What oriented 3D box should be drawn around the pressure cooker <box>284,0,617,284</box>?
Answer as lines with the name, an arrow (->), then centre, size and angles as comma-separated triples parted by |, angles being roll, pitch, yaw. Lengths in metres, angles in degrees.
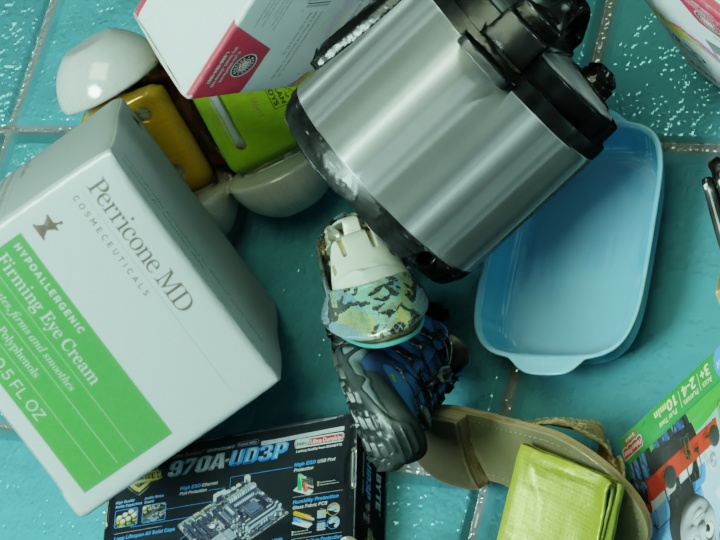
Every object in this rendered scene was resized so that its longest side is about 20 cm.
pressure cooker -> 0.073, -0.113, 1.594 | 0.200, 0.179, 0.176 | -42, 38, 11

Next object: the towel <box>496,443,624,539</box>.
towel -> 0.106, 0.214, 1.496 | 0.086, 0.018, 0.200 | 19, 99, 41

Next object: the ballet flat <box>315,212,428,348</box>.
ballet flat -> 0.000, 0.000, 1.601 | 0.074, 0.074, 0.200 | -44, 13, 1

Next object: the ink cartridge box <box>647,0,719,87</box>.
ink cartridge box -> 0.251, -0.176, 1.556 | 0.086, 0.200, 0.148 | -45, 52, 0

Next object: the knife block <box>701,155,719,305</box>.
knife block -> 0.279, 0.019, 1.543 | 0.064, 0.176, 0.200 | -20, 102, 19

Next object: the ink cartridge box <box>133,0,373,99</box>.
ink cartridge box -> -0.031, -0.199, 1.628 | 0.086, 0.200, 0.148 | 55, 132, 21

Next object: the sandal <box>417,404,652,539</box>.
sandal -> 0.126, 0.115, 1.561 | 0.070, 0.078, 0.212 | -32, 30, -33

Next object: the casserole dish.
casserole dish -> 0.148, -0.015, 1.636 | 0.121, 0.039, 0.200 | 0, 64, 28

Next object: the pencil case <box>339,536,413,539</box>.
pencil case -> 0.018, 0.268, 1.514 | 0.089, 0.078, 0.200 | 9, 72, -13

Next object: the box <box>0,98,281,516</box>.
box -> -0.176, 0.021, 1.643 | 0.171, 0.199, 0.200 | -35, 13, 5

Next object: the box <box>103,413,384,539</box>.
box -> -0.083, 0.191, 1.644 | 0.200, 0.046, 0.159 | -12, 59, 22

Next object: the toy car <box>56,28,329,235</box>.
toy car -> -0.112, -0.121, 1.777 | 0.200, 0.175, 0.150 | -22, 18, 20

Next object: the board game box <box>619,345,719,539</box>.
board game box -> 0.229, 0.156, 1.441 | 0.151, 0.037, 0.200 | -52, 44, 49

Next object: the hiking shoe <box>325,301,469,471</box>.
hiking shoe -> 0.029, 0.064, 1.583 | 0.087, 0.074, 0.200 | -19, 23, 0
